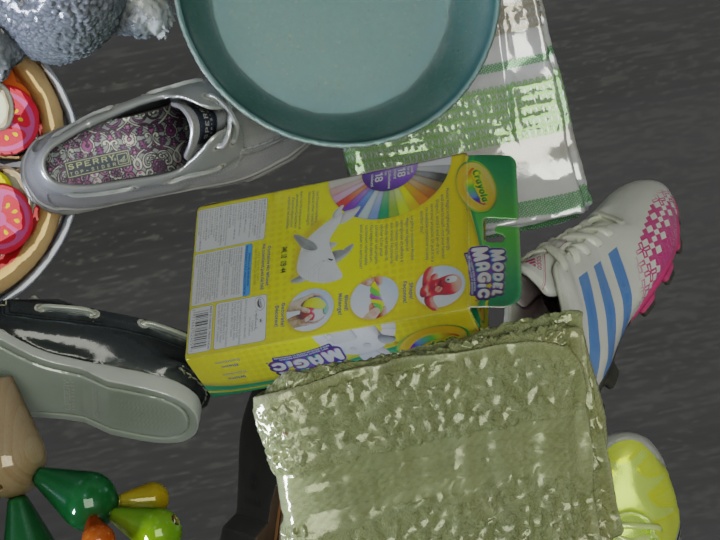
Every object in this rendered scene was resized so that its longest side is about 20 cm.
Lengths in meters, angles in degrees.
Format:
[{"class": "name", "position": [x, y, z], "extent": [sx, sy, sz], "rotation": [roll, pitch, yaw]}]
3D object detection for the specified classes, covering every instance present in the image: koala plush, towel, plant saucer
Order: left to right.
[{"class": "koala plush", "position": [-0.190, -0.213, 1.162], "extent": [0.176, 0.184, 0.201], "rotation": [-23, 113, -20]}, {"class": "plant saucer", "position": [-0.016, -0.169, 1.189], "extent": [0.198, 0.036, 0.202], "rotation": [2, 82, -11]}, {"class": "towel", "position": [0.046, 0.110, 1.097], "extent": [0.199, 0.036, 0.150], "rotation": [-12, 97, -15]}, {"class": "towel", "position": [0.055, -0.116, 1.231], "extent": [0.148, 0.031, 0.201], "rotation": [-13, 91, -14]}]

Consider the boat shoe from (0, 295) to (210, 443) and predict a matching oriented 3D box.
[{"class": "boat shoe", "position": [-0.186, 0.050, 1.195], "extent": [0.199, 0.076, 0.061], "rotation": [18, 48, -3]}]

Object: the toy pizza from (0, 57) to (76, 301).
[{"class": "toy pizza", "position": [-0.268, -0.065, 1.199], "extent": [0.199, 0.032, 0.202], "rotation": [0, 90, -6]}]

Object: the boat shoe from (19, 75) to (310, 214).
[{"class": "boat shoe", "position": [-0.105, -0.084, 1.192], "extent": [0.199, 0.068, 0.073], "rotation": [-11, 90, -16]}]

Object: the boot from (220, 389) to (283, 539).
[{"class": "boot", "position": [-0.032, 0.123, 1.217], "extent": [0.075, 0.074, 0.201], "rotation": [12, 93, -25]}]

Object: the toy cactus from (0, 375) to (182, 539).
[{"class": "toy cactus", "position": [-0.188, 0.143, 1.158], "extent": [0.199, 0.102, 0.166], "rotation": [-19, 85, 37]}]

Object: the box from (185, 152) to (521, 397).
[{"class": "box", "position": [0.000, 0.000, 1.163], "extent": [0.199, 0.048, 0.118], "rotation": [-11, 52, 17]}]

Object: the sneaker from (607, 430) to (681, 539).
[{"class": "sneaker", "position": [0.168, 0.201, 1.227], "extent": [0.075, 0.076, 0.202], "rotation": [1, 89, -5]}]

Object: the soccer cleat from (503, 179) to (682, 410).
[{"class": "soccer cleat", "position": [0.133, 0.003, 1.186], "extent": [0.086, 0.070, 0.201], "rotation": [46, 50, -23]}]
